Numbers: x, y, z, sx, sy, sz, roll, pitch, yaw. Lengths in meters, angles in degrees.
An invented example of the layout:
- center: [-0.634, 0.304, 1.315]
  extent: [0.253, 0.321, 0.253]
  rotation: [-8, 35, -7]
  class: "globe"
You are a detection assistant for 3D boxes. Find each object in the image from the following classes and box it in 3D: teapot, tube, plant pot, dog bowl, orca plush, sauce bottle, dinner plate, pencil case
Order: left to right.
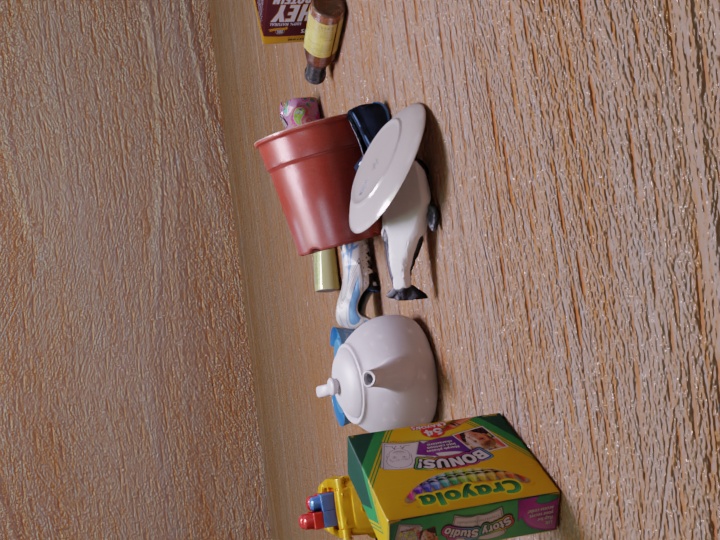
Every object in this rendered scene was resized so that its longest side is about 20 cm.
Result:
- center: [-0.106, -0.246, 2.039]
  extent: [0.088, 0.086, 0.202]
  rotation: [110, 149, -61]
  class: "pencil case"
- center: [-0.071, -0.409, 1.855]
  extent: [0.201, 0.065, 0.067]
  rotation: [112, 149, -59]
  class: "sauce bottle"
- center: [-0.073, -0.059, 2.082]
  extent: [0.057, 0.052, 0.203]
  rotation: [-11, 80, 35]
  class: "tube"
- center: [-0.054, -0.136, 1.694]
  extent: [0.201, 0.198, 0.198]
  rotation: [174, 80, -76]
  class: "plant pot"
- center: [-0.022, 0.200, 1.979]
  extent: [0.112, 0.049, 0.203]
  rotation: [-122, 29, -60]
  class: "dog bowl"
- center: [0.018, 0.164, 1.560]
  extent: [0.198, 0.144, 0.202]
  rotation: [-121, 30, -48]
  class: "teapot"
- center: [0.029, -0.147, 1.447]
  extent: [0.201, 0.024, 0.201]
  rotation: [-55, 20, 30]
  class: "dinner plate"
- center: [0.079, -0.061, 1.464]
  extent: [0.104, 0.071, 0.203]
  rotation: [-5, 98, 32]
  class: "orca plush"

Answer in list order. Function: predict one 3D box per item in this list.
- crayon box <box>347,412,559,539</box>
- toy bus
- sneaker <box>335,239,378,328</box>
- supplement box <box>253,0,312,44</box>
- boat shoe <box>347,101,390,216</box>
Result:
- center: [0.100, 0.240, 1.179]
  extent: [0.173, 0.197, 0.059]
  rotation: [-127, 33, -64]
  class: "crayon box"
- center: [-0.015, 0.396, 1.753]
  extent: [0.200, 0.189, 0.138]
  rotation: [138, 122, -75]
  class: "toy bus"
- center: [0.000, 0.000, 1.793]
  extent: [0.072, 0.071, 0.203]
  rotation: [23, -111, -74]
  class: "sneaker"
- center: [-0.121, -0.550, 1.853]
  extent: [0.201, 0.131, 0.200]
  rotation: [109, 150, -61]
  class: "supplement box"
- center: [0.020, -0.158, 1.592]
  extent: [0.084, 0.068, 0.203]
  rotation: [111, 149, -63]
  class: "boat shoe"
